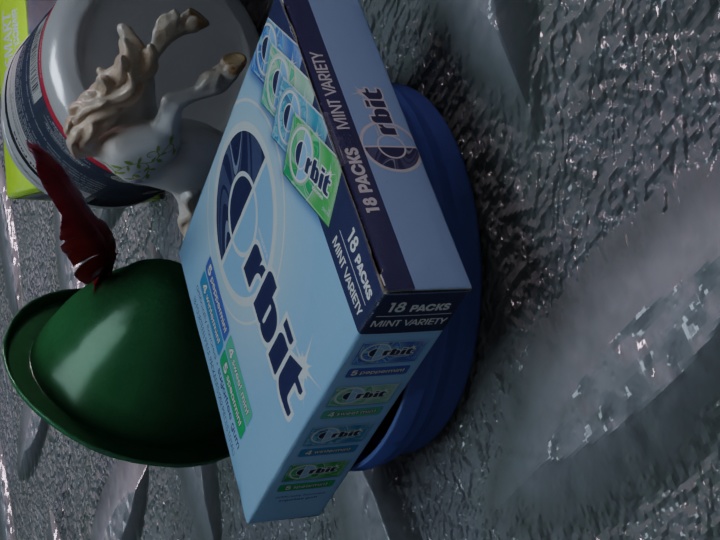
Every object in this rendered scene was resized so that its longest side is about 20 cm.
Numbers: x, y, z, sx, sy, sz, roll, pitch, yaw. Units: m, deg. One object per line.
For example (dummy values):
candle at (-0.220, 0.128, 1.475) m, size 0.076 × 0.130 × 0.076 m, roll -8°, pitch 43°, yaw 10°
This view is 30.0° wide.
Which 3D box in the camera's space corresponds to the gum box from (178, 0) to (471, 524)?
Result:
gum box at (-0.028, -0.001, 0.643) m, size 0.200 × 0.045 × 0.170 m, roll 118°, pitch 142°, yaw -48°

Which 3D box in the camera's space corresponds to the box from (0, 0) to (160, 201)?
box at (-0.216, -0.153, 1.027) m, size 0.048 × 0.122 × 0.200 m, roll -8°, pitch 84°, yaw 40°

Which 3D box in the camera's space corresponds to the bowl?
bowl at (0.000, 0.000, 0.680) m, size 0.201 × 0.039 × 0.201 m, roll 179°, pitch 90°, yaw -65°

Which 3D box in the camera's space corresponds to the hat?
hat at (-0.107, -0.001, 0.777) m, size 0.200 × 0.166 × 0.176 m, roll -77°, pitch 10°, yaw -64°

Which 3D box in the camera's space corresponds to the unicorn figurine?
unicorn figurine at (-0.086, -0.063, 0.775) m, size 0.137 × 0.200 × 0.074 m, roll -52°, pitch 33°, yaw 14°

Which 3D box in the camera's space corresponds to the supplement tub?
supplement tub at (-0.158, -0.117, 0.889) m, size 0.200 × 0.140 × 0.141 m, roll 168°, pitch 99°, yaw -65°
